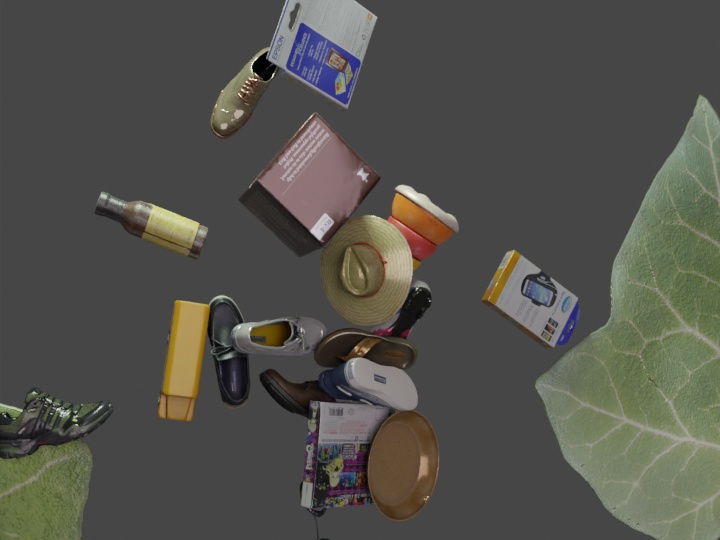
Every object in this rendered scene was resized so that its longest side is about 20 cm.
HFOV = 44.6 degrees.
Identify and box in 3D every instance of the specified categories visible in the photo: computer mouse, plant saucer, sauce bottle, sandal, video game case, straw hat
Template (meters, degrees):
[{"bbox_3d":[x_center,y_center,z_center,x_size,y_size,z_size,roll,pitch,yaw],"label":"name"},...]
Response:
[{"bbox_3d":[-0.079,0.486,1.614,0.057,0.034,0.205,-9,83,-1],"label":"computer mouse"},{"bbox_3d":[0.071,0.360,1.634,0.198,0.035,0.206,1,88,-45],"label":"plant saucer"},{"bbox_3d":[-0.368,-0.084,1.549,0.197,0.065,0.066,24,79,-15],"label":"sauce bottle"},{"bbox_3d":[0.013,0.155,1.609,0.195,0.054,0.082,7,115,-11],"label":"sandal"},{"bbox_3d":[-0.019,0.333,1.595,0.197,0.035,0.186,10,82,-45],"label":"video game case"},{"bbox_3d":[0.000,0.000,1.601,0.196,0.085,0.207,0,90,18],"label":"straw hat"}]

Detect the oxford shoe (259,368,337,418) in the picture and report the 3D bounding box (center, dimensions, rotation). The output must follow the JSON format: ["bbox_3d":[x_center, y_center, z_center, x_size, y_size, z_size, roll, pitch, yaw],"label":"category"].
[{"bbox_3d":[-0.099,0.228,1.609,0.199,0.072,0.086,37,73,-24],"label":"oxford shoe"}]

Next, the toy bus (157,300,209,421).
[{"bbox_3d":[-0.310,0.160,1.540,0.064,0.078,0.205,9,83,-16],"label":"toy bus"}]

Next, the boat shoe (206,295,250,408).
[{"bbox_3d":[-0.233,0.145,1.575,0.073,0.062,0.205,-7,86,-16],"label":"boat shoe"}]

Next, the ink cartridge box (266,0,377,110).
[{"bbox_3d":[-0.076,-0.437,1.653,0.198,0.047,0.202,25,79,-33],"label":"ink cartridge box"}]

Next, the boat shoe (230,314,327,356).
[{"bbox_3d":[-0.128,0.113,1.570,0.199,0.085,0.077,5,79,-38],"label":"boat shoe"}]

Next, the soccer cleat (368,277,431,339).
[{"bbox_3d":[0.064,0.102,1.675,0.069,0.087,0.201,37,99,-21],"label":"soccer cleat"}]

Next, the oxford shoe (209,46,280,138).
[{"bbox_3d":[-0.211,-0.334,1.615,0.070,0.075,0.203,32,77,-12],"label":"oxford shoe"}]

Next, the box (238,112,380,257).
[{"bbox_3d":[-0.095,-0.146,1.571,0.164,0.200,0.167,43,74,-9],"label":"box"}]

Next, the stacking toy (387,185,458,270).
[{"bbox_3d":[0.082,-0.047,1.674,0.145,0.146,0.202,33,94,-12],"label":"stacking toy"}]

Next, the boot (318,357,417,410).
[{"bbox_3d":[0.016,0.210,1.591,0.199,0.089,0.074,32,51,-41],"label":"boot"}]

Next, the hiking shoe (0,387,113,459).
[{"bbox_3d":[-0.517,0.241,1.469,0.196,0.076,0.103,-18,94,-17],"label":"hiking shoe"}]

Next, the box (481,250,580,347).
[{"bbox_3d":[0.352,0.065,1.779,0.198,0.041,0.120,36,76,-14],"label":"box"}]
